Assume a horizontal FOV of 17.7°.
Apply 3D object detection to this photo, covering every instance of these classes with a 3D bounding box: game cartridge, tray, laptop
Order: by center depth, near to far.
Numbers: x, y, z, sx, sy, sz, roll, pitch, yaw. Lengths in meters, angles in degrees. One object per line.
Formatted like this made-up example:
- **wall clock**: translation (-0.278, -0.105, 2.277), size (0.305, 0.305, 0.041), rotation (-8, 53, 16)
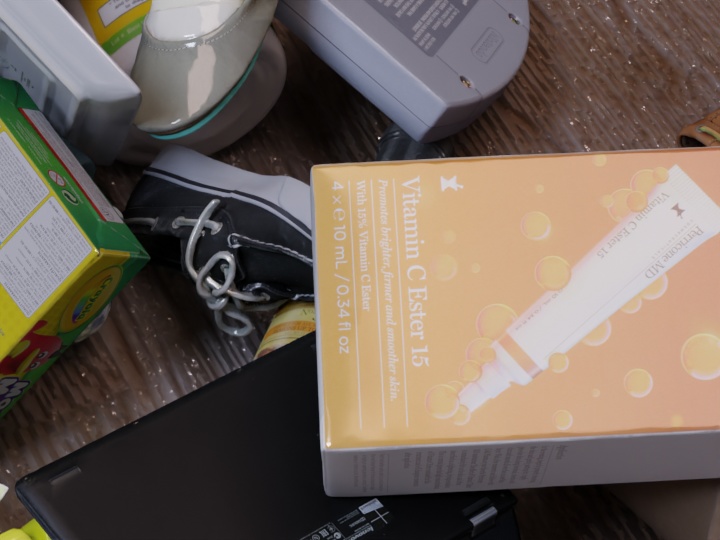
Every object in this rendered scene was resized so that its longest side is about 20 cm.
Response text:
- **laptop**: translation (-0.027, 0.156, 1.034), size (0.187, 0.116, 0.200), rotation (-26, 59, -32)
- **tray**: translation (-0.155, -0.098, 1.101), size (0.022, 0.200, 0.107), rotation (-43, 92, -12)
- **game cartridge**: translation (0.027, -0.141, 1.270), size (0.133, 0.040, 0.200), rotation (38, 28, 0)

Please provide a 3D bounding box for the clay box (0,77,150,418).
- **clay box**: translation (-0.201, 0.020, 1.057), size (0.115, 0.200, 0.048), rotation (52, 20, 20)

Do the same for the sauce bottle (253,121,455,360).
- **sauce bottle**: translation (0.000, 0.000, 1.187), size (0.066, 0.066, 0.200), rotation (21, 49, 0)

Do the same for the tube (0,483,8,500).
- **tube**: translation (-0.233, 0.156, 0.973), size (0.058, 0.052, 0.200), rotation (42, 63, -21)

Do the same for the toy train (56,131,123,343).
- **toy train**: translation (-0.197, -0.049, 1.132), size (0.200, 0.114, 0.085), rotation (40, 53, 16)

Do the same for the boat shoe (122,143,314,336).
- **boat shoe**: translation (-0.057, -0.009, 1.123), size (0.199, 0.074, 0.068), rotation (24, 70, 46)

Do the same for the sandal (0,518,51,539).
- **sandal**: translation (-0.093, 0.133, 1.054), size (0.200, 0.079, 0.087), rotation (-27, 81, -30)

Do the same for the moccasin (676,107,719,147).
- **moccasin**: translation (0.240, -0.011, 1.265), size (0.078, 0.074, 0.202), rotation (-18, 63, -18)

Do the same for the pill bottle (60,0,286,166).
- **pill bottle**: translation (-0.124, -0.165, 1.246), size (0.111, 0.111, 0.200), rotation (-11, 57, -24)

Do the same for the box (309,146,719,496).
- **box**: translation (0.080, 0.023, 0.983), size (0.199, 0.098, 0.125), rotation (-3, 73, -1)

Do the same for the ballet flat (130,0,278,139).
- **ballet flat**: translation (-0.068, -0.147, 1.130), size (0.067, 0.064, 0.200), rotation (3, 43, 30)

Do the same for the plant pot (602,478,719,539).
- **plant pot**: translation (0.183, 0.061, 1.130), size (0.174, 0.201, 0.200), rotation (28, 48, 28)
